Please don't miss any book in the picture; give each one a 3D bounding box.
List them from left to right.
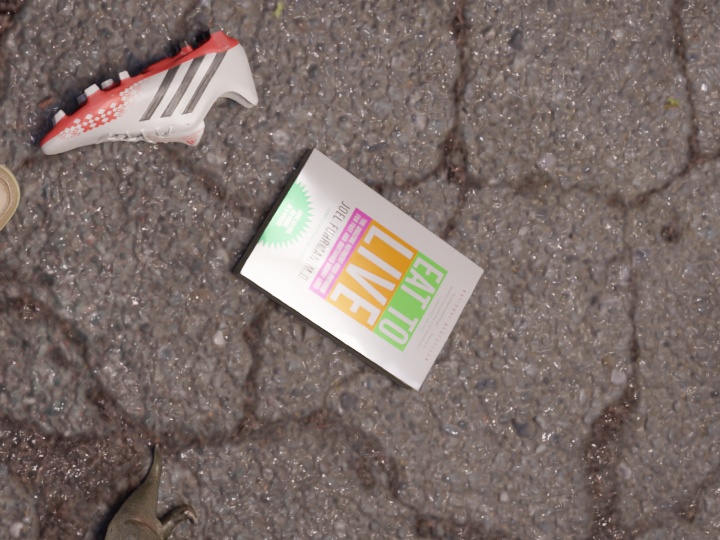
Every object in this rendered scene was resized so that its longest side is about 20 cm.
[{"bbox_3d":[0.000,0.000,1.436,0.199,0.048,0.135,34,81,-14],"label":"book"}]

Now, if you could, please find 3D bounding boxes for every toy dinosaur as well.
[{"bbox_3d":[-0.190,0.260,1.384,0.101,0.077,0.203,-1,99,-29],"label":"toy dinosaur"}]

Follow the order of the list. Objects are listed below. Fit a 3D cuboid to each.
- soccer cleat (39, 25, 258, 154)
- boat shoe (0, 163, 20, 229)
[{"bbox_3d":[-0.181,-0.137,1.357,0.199,0.069,0.086,-30,98,-16],"label":"soccer cleat"},{"bbox_3d":[-0.374,-0.025,1.310,0.198,0.065,0.073,-29,102,-12],"label":"boat shoe"}]
